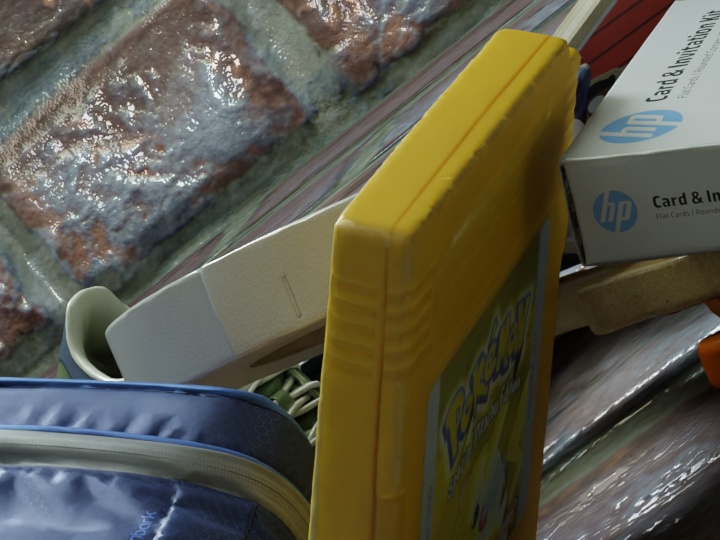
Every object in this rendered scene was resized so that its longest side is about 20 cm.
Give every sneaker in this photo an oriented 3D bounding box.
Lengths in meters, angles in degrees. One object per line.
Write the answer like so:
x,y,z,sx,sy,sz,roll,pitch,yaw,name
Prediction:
-0.054,0.059,1.143,0.199,0.090,0.067,12,28,37,sneaker

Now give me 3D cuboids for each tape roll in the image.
0.000,0.000,1.033,0.202,0.037,0.203,-23,-5,-2,tape roll

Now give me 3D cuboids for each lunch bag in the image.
-0.105,0.114,0.917,0.199,0.136,0.133,2,42,18,lunch bag

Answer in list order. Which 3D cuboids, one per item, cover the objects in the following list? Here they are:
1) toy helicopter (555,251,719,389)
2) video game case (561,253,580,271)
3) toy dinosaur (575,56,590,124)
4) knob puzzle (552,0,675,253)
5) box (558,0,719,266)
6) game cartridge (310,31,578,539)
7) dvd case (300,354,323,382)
0.122,-0.005,1.030,0.132,0.079,0.200,-26,4,-37,toy helicopter
0.036,0.000,1.313,0.181,0.022,0.200,-9,-8,-37,video game case
0.137,-0.090,1.055,0.181,0.105,0.200,-23,-23,10,toy dinosaur
0.140,-0.072,1.188,0.219,0.030,0.220,-26,-37,-21,knob puzzle
0.180,-0.057,0.874,0.199,0.041,0.156,-7,22,25,box
0.028,0.042,0.862,0.176,0.032,0.201,-51,-29,-57,game cartridge
-0.019,0.059,1.315,0.142,0.018,0.200,-35,-7,-2,dvd case
